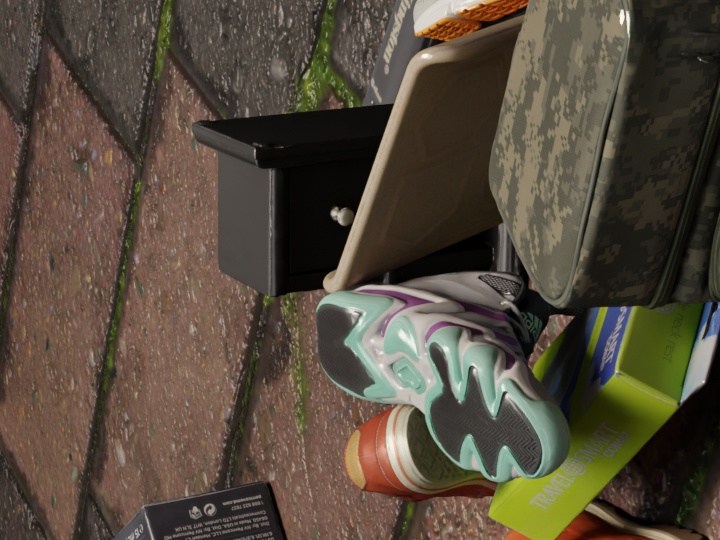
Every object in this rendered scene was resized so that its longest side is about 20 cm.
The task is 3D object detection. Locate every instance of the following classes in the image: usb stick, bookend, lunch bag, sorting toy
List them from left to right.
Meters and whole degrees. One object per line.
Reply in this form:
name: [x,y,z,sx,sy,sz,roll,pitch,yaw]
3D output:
bookend: [0.000,0.000,1.422,0.092,0.199,0.200,24,117,57]
usb stick: [0.041,-0.169,1.479,0.056,0.032,0.201,57,143,37]
sorting toy: [0.069,-0.083,1.292,0.036,0.185,0.200,48,137,23]
lunch bag: [0.173,-0.085,1.122,0.140,0.167,0.201,-116,30,-53]

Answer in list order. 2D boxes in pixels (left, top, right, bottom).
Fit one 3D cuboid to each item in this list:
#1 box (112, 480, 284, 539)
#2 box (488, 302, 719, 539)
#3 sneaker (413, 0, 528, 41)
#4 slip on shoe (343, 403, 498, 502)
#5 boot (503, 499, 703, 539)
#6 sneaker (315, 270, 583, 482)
box: [-0.132,0.306,1.822,0.197,0.117,0.201,-48,56,54]
box: [0.144,0.061,1.271,0.200,0.047,0.122,-56,10,51]
sneaker: [0.097,-0.204,1.343,0.200,0.075,0.093,-30,63,51]
slip on shoe: [0.059,0.109,1.353,0.061,0.200,0.075,-16,79,33]
boot: [0.120,0.186,1.345,0.200,0.107,0.075,-6,94,63]
sneaker: [0.083,0.044,1.256,0.200,0.139,0.078,32,129,45]
